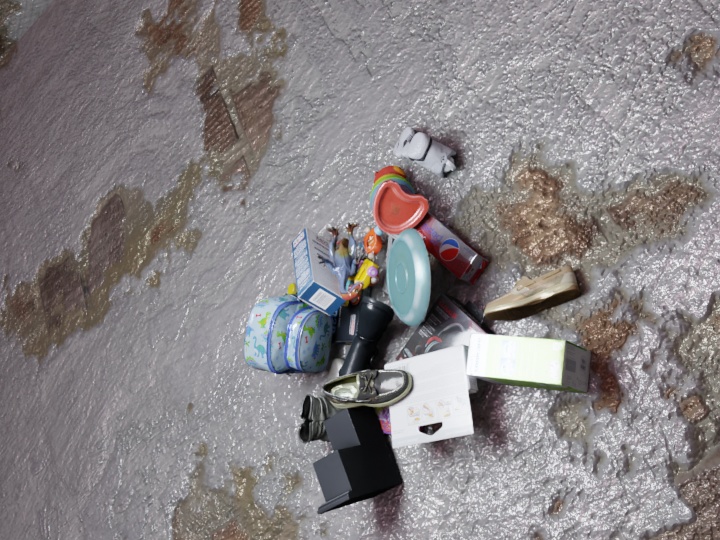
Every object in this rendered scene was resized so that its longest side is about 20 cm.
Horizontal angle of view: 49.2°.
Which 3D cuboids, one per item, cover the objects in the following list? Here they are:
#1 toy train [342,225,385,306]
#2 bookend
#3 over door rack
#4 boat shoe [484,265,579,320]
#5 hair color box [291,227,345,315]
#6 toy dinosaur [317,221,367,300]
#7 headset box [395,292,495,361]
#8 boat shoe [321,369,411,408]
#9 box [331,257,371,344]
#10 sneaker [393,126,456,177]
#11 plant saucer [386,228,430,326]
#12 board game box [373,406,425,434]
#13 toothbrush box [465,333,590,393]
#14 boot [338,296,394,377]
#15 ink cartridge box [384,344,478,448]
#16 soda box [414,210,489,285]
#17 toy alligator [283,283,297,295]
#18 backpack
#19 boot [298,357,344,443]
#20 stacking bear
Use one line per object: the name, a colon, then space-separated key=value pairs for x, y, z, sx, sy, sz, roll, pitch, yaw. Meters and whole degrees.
toy train: x=0.000 y=0.000 z=1.812 sx=0.200 sy=0.055 sz=0.151 roll=-46 pitch=31 yaw=24
bookend: x=-0.032 y=0.386 z=1.663 sx=0.091 sy=0.198 sz=0.202 roll=-33 pitch=70 yaw=29
over door rack: x=0.110 y=0.009 z=1.716 sx=0.200 sy=0.065 sz=0.151 roll=-132 pitch=43 yaw=-62
boat shoe: x=0.342 y=0.048 z=1.593 sx=0.197 sy=0.071 sz=0.066 roll=-19 pitch=61 yaw=20
hair color box: x=-0.097 y=0.001 z=1.804 sx=0.060 sy=0.099 sz=0.202 roll=-43 pitch=33 yaw=24
toy dinosaur: x=-0.025 y=-0.015 z=1.767 sx=0.103 sy=0.200 sz=0.185 roll=-7 pitch=74 yaw=10
headset box: x=0.190 y=0.159 z=1.664 sx=0.149 sy=0.075 sz=0.201 roll=44 pitch=104 yaw=36
boat shoe: x=0.009 y=0.243 z=1.628 sx=0.198 sy=0.066 sz=0.073 roll=-14 pitch=61 yaw=29
box: x=-0.051 y=0.075 z=1.883 sx=0.156 sy=0.046 sz=0.204 roll=-2 pitch=75 yaw=35
sneaker: x=0.150 y=-0.270 z=1.821 sx=0.076 sy=0.114 sz=0.200 roll=-60 pitch=18 yaw=5
plant saucer: x=0.094 y=0.015 z=1.624 sx=0.200 sy=0.027 sz=0.205 roll=178 pitch=90 yaw=-70
board game box: x=0.061 y=0.300 z=1.751 sx=0.197 sy=0.032 sz=0.123 roll=3 pitch=83 yaw=37
toothbrush box: x=0.324 y=0.179 z=1.516 sx=0.197 sy=0.145 sz=0.088 roll=-1 pitch=76 yaw=36
boot: x=0.010 y=0.163 z=1.714 sx=0.075 sy=0.201 sz=0.171 roll=20 pitch=72 yaw=7
ink cartridge box: x=0.145 y=0.258 z=1.595 sx=0.197 sy=0.043 sz=0.177 roll=-19 pitch=68 yaw=33
soda box: x=0.188 y=-0.056 z=1.734 sx=0.071 sy=0.063 sz=0.200 roll=-54 pitch=53 yaw=11
toy alligator: x=-0.170 y=0.096 z=1.951 sx=0.201 sy=0.059 sz=0.055 roll=-55 pitch=38 yaw=23
backpack: x=-0.159 y=0.148 z=1.784 sx=0.145 sy=0.198 sz=0.187 roll=10 pitch=95 yaw=35
boot: x=-0.080 y=0.293 z=1.788 sx=0.067 sy=0.130 sz=0.204 roll=-2 pitch=76 yaw=34
stacking bear: x=0.073 y=-0.175 z=1.789 sx=0.115 sy=0.120 sz=0.201 roll=-58 pitch=17 yaw=23
